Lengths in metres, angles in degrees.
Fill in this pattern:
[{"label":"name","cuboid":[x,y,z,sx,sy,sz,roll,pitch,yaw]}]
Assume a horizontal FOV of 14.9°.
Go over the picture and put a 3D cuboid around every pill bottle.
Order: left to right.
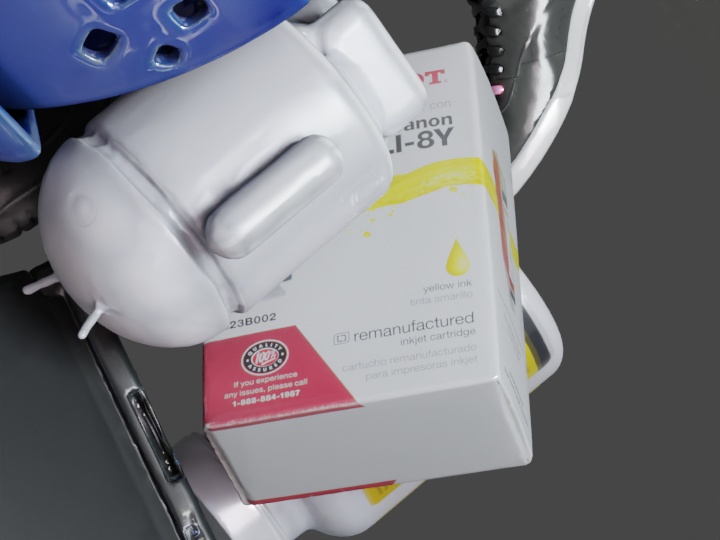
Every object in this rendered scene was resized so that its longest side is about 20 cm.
[{"label":"pill bottle","cuboid":[-0.002,0.065,1.414,0.200,0.112,0.112,-39,111,-12]}]

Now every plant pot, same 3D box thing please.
[{"label":"plant pot","cuboid":[-0.159,-0.180,1.242,0.180,0.200,0.200,-34,124,10]}]

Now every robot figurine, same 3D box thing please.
[{"label":"robot figurine","cuboid":[-0.065,-0.043,1.261,0.200,0.170,0.113,-40,108,-11]}]

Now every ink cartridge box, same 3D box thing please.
[{"label":"ink cartridge box","cuboid":[0.000,0.000,1.335,0.145,0.200,0.083,-10,145,11]}]

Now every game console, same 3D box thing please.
[{"label":"game console","cuboid":[-0.144,0.106,1.302,0.116,0.176,0.200,-24,79,-10]}]

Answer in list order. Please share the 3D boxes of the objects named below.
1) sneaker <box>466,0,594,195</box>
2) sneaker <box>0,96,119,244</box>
[{"label":"sneaker","cuboid":[0.067,-0.138,1.432,0.099,0.071,0.200,19,86,-22]},{"label":"sneaker","cuboid":[-0.200,-0.046,1.336,0.200,0.073,0.082,-41,111,-11]}]
